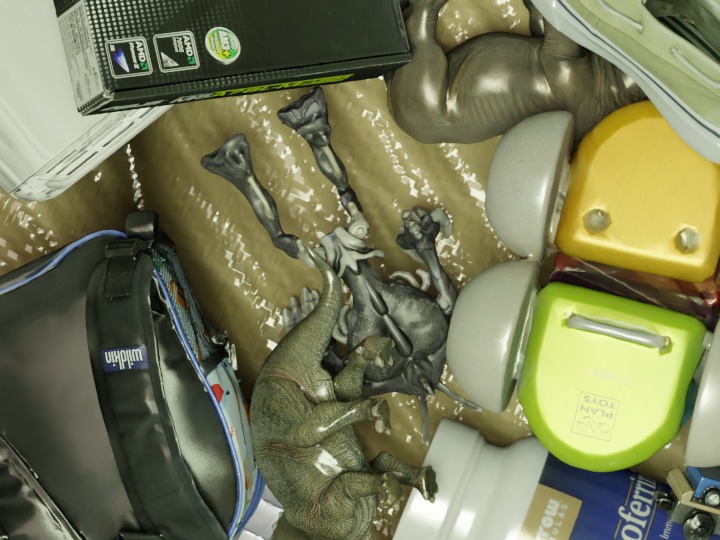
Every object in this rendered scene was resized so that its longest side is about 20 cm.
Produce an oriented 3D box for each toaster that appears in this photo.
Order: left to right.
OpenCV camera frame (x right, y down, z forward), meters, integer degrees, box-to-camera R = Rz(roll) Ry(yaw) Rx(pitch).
[{"bbox_3d":[-0.159,-0.131,1.523,0.200,0.114,0.129,-38,96,5],"label":"toaster"}]

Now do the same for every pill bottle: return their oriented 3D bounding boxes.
[{"bbox_3d":[0.120,0.161,1.527,0.199,0.116,0.116,21,99,3],"label":"pill bottle"}]

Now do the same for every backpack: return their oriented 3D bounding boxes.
[{"bbox_3d":[-0.146,0.089,1.497,0.199,0.154,0.191,-26,85,14],"label":"backpack"}]

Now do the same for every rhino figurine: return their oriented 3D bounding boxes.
[{"bbox_3d":[0.106,-0.115,1.523,0.199,0.060,0.088,-1,93,5],"label":"rhino figurine"}]

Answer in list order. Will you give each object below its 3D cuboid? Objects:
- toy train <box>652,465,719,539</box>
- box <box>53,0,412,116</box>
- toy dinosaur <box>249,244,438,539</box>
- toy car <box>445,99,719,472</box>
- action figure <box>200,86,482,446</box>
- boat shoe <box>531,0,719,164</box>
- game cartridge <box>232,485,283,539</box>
[{"bbox_3d":[0.252,0.139,1.480,0.199,0.034,0.046,15,109,-16],"label":"toy train"},{"bbox_3d":[-0.081,-0.192,1.470,0.192,0.047,0.201,-9,84,-29],"label":"box"},{"bbox_3d":[-0.022,0.092,1.459,0.102,0.077,0.201,-15,98,26],"label":"toy dinosaur"},{"bbox_3d":[0.147,0.014,1.484,0.174,0.150,0.201,13,81,9],"label":"toy car"},{"bbox_3d":[0.000,0.000,1.528,0.119,0.102,0.201,-31,91,5],"label":"action figure"},{"bbox_3d":[0.156,-0.140,1.448,0.072,0.062,0.200,-26,58,-30],"label":"boat shoe"},{"bbox_3d":[-0.128,0.118,1.589,0.199,0.038,0.130,27,95,2],"label":"game cartridge"}]
